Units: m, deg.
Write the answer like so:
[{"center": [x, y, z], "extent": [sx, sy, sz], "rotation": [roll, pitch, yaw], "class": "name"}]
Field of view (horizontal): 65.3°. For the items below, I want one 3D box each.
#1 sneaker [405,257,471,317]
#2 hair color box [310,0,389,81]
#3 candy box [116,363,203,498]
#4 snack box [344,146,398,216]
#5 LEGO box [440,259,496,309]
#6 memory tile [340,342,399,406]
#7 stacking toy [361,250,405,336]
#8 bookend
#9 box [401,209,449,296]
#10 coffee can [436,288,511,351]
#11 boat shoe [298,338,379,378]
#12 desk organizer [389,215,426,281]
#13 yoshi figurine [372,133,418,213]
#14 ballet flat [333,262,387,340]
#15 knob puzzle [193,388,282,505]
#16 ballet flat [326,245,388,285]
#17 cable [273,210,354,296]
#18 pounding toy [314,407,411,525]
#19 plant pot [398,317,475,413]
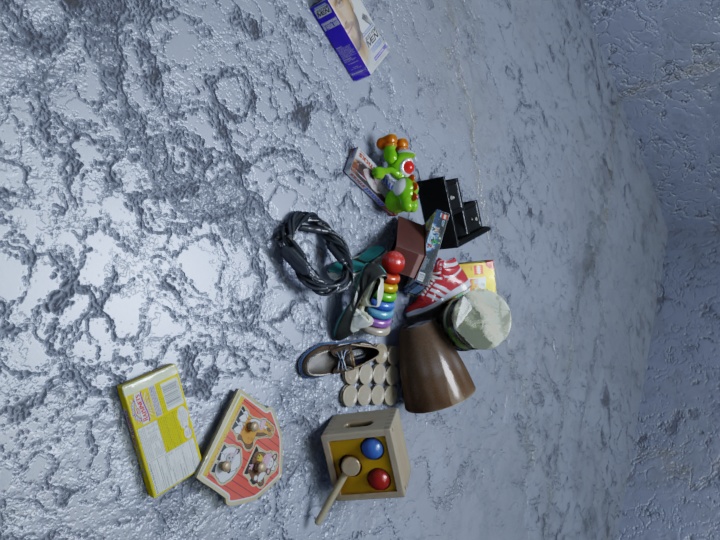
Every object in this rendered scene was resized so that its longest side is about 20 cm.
[{"center": [0.189, 0.039, 1.502], "extent": [0.199, 0.071, 0.113], "rotation": [-29, 96, -13], "class": "sneaker"}, {"center": [-0.022, -0.575, 1.347], "extent": [0.200, 0.065, 0.110], "rotation": [52, 53, -30], "class": "hair color box"}, {"center": [-0.340, 0.272, 0.963], "extent": [0.102, 0.026, 0.201], "rotation": [-21, 103, -45], "class": "candy box"}, {"center": [0.038, -0.220, 1.413], "extent": [0.200, 0.024, 0.072], "rotation": [39, 58, -39], "class": "snack box"}, {"center": [0.303, 0.076, 1.588], "extent": [0.148, 0.077, 0.201], "rotation": [-5, 91, -6], "class": "LEGO box"}, {"center": [0.026, 0.253, 1.373], "extent": [0.199, 0.017, 0.154], "rotation": [13, 78, -46], "class": "memory tile"}, {"center": [0.053, 0.049, 1.312], "extent": [0.085, 0.085, 0.201], "rotation": [-5, 117, -47], "class": "stacking toy"}, {"center": [0.273, -0.182, 1.618], "extent": [0.200, 0.092, 0.200], "rotation": [-24, 105, -47], "class": "bookend"}, {"center": [0.167, -0.042, 1.454], "extent": [0.037, 0.137, 0.201], "rotation": [20, 74, -5], "class": "box"}, {"center": [0.284, 0.131, 1.437], "extent": [0.145, 0.200, 0.147], "rotation": [1, 81, -4], "class": "coffee can"}, {"center": [-0.043, 0.191, 1.248], "extent": [0.199, 0.072, 0.073], "rotation": [-14, 96, -38], "class": "boat shoe"}, {"center": [0.116, -0.061, 1.408], "extent": [0.200, 0.077, 0.072], "rotation": [-79, -170, -63], "class": "desk organizer"}, {"center": [0.087, -0.228, 1.403], "extent": [0.112, 0.112, 0.201], "rotation": [84, -5, -74], "class": "yoshi figurine"}, {"center": [0.004, 0.080, 1.265], "extent": [0.068, 0.068, 0.201], "rotation": [5, 110, -59], "class": "ballet flat"}, {"center": [-0.207, 0.356, 1.085], "extent": [0.219, 0.030, 0.221], "rotation": [10, 78, -54], "class": "knob puzzle"}, {"center": [0.000, 0.000, 1.329], "extent": [0.200, 0.071, 0.072], "rotation": [-26, 106, -45], "class": "ballet flat"}, {"center": [-0.090, -0.036, 1.218], "extent": [0.200, 0.051, 0.163], "rotation": [44, 41, -9], "class": "cable"}, {"center": [-0.007, 0.423, 1.216], "extent": [0.142, 0.199, 0.185], "rotation": [-43, 121, -72], "class": "pounding toy"}, {"center": [0.173, 0.228, 1.421], "extent": [0.186, 0.186, 0.201], "rotation": [-20, 93, -46], "class": "plant pot"}]
